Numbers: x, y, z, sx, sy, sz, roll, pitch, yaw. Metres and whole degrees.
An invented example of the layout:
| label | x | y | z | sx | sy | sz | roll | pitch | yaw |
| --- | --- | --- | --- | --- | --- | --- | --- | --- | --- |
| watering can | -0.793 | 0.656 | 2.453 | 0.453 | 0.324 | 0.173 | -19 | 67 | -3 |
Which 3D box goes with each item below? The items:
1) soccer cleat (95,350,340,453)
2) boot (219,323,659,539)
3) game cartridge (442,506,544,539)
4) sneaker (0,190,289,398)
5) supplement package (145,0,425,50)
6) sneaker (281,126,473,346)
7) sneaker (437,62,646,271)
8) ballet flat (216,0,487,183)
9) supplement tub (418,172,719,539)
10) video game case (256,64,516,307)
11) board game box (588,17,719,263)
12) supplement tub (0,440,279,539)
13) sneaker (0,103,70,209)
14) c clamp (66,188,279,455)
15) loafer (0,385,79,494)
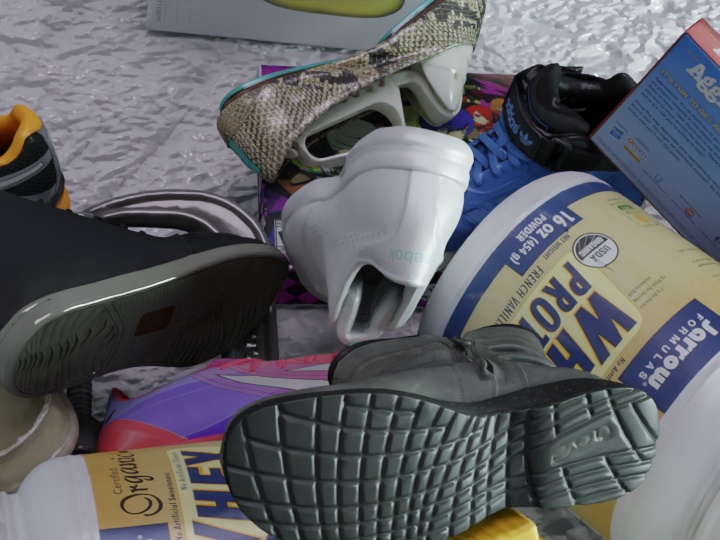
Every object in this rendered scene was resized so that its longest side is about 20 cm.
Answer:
| label | x | y | z | sx | sy | sz | roll | pitch | yaw |
| --- | --- | --- | --- | --- | --- | --- | --- | --- | --- |
| soccer cleat | -0.037 | 0.065 | 0.973 | 0.200 | 0.067 | 0.077 | -18 | 51 | 12 |
| boot | 0.015 | 0.065 | 0.851 | 0.200 | 0.068 | 0.131 | -2 | 14 | -26 |
| game cartridge | 0.001 | 0.205 | 0.821 | 0.200 | 0.177 | 0.032 | -18 | 22 | -26 |
| sneaker | -0.129 | -0.006 | 1.005 | 0.106 | 0.075 | 0.200 | 42 | 30 | 27 |
| supplement package | -0.030 | -0.260 | 1.284 | 0.200 | 0.191 | 0.147 | 5 | 44 | -3 |
| sneaker | 0.000 | 0.000 | 0.989 | 0.075 | 0.200 | 0.089 | 9 | 73 | -9 |
| sneaker | 0.071 | -0.062 | 1.097 | 0.200 | 0.111 | 0.077 | -5 | 48 | -13 |
| ballet flat | 0.011 | -0.104 | 1.174 | 0.200 | 0.068 | 0.075 | -29 | 75 | -26 |
| supplement tub | 0.142 | 0.059 | 0.998 | 0.144 | 0.145 | 0.200 | -31 | 55 | -34 |
| video game case | 0.038 | -0.051 | 1.186 | 0.200 | 0.036 | 0.181 | 2 | 44 | -6 |
| board game box | 0.211 | -0.025 | 1.005 | 0.200 | 0.103 | 0.019 | 48 | 55 | 6 |
| supplement tub | -0.077 | 0.149 | 0.883 | 0.200 | 0.145 | 0.145 | -5 | 45 | -13 |
| sneaker | -0.264 | -0.056 | 1.120 | 0.200 | 0.077 | 0.078 | -6 | 47 | -12 |
| c clamp | -0.124 | 0.036 | 1.054 | 0.171 | 0.027 | 0.200 | 6 | 57 | -6 |
| loafer | -0.216 | 0.044 | 1.001 | 0.076 | 0.068 | 0.200 | -45 | 50 | -12 |
